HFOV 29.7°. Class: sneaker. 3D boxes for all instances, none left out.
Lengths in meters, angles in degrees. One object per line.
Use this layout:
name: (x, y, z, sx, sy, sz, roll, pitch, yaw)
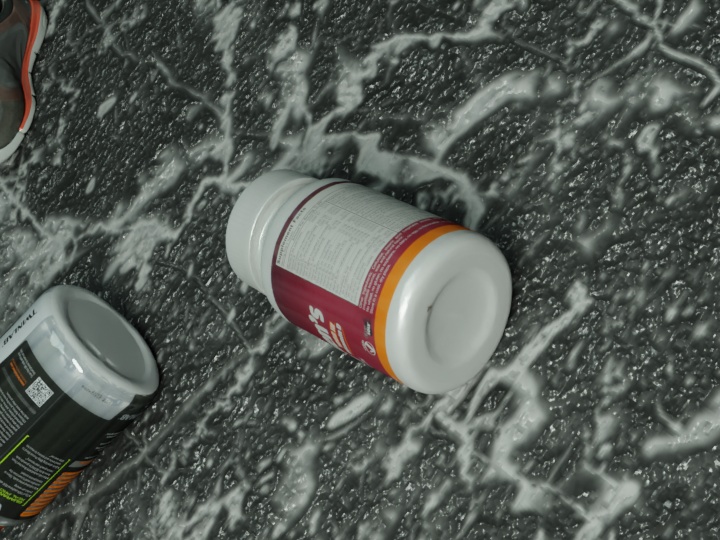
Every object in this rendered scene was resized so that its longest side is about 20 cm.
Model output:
sneaker: (-0.375, -0.198, 1.365, 0.076, 0.082, 0.203, -17, 59, 33)

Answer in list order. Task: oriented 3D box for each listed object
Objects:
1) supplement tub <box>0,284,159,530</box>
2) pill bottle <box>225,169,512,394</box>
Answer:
supplement tub: (-0.266, 0.118, 1.090, 0.200, 0.122, 0.123, -43, 48, 14)
pill bottle: (0.000, 0.000, 0.936, 0.199, 0.109, 0.111, 25, 85, 44)
